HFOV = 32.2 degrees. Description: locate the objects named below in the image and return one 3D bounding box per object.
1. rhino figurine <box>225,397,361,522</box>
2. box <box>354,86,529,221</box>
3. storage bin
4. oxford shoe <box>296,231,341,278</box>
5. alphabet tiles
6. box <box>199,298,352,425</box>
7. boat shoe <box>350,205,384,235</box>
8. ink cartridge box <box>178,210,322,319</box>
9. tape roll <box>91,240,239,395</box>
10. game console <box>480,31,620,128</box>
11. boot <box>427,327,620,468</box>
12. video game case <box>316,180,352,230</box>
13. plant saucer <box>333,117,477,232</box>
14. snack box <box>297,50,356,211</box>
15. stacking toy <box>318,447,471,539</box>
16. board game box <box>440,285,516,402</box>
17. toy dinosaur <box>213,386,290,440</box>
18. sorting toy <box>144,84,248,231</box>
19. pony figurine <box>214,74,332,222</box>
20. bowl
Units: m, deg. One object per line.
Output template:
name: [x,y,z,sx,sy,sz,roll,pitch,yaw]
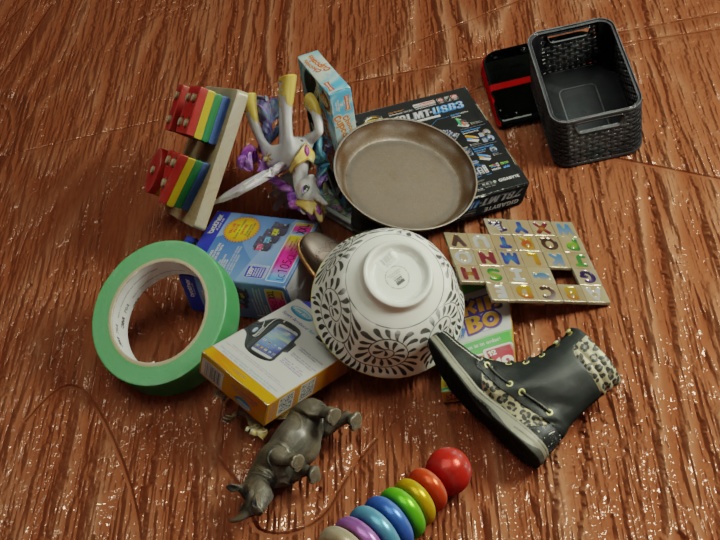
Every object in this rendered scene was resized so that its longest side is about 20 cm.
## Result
rhino figurine: [-0.089,0.227,1.478,0.087,0.060,0.200,4,42,47]
box: [0.109,-0.159,1.775,0.197,0.050,0.200,-16,56,-23]
storage bin: [0.330,-0.264,1.842,0.133,0.094,0.202,-11,51,3]
oxford shoe: [0.000,0.000,1.643,0.199,0.073,0.071,34,58,16]
alphabet tiles: [0.212,-0.014,1.638,0.196,0.008,0.168,2,40,-15]
box: [-0.092,0.108,1.577,0.118,0.042,0.199,35,40,26]
boat shoe: [0.047,-0.124,1.791,0.066,0.058,0.201,14,50,28]
ink cartridge box: [-0.161,-0.008,1.742,0.197,0.077,0.137,5,45,23]
tape roll: [-0.258,0.062,1.655,0.197,0.048,0.204,-7,67,17]
game console: [0.295,-0.300,1.963,0.197,0.031,0.179,-13,48,3]
boot: [0.192,0.116,1.483,0.153,0.074,0.204,-38,62,-14]
video game case: [0.021,-0.113,1.843,0.143,0.018,0.199,-38,47,-24]
plant saucer: [0.059,-0.124,1.688,0.197,0.032,0.203,6,52,-7]
snack box: [-0.040,-0.199,1.788,0.037,0.202,0.116,-21,41,-15]
stacking toy: [0.047,0.267,1.393,0.085,0.086,0.199,27,50,36]
board game box: [0.148,0.081,1.596,0.094,0.030,0.202,-7,40,8]
toy dinosaur: [-0.124,0.153,1.587,0.100,0.059,0.201,19,37,10]
sorting toy: [-0.248,-0.175,1.810,0.069,0.202,0.200,18,2,-23]
pony figurine: [-0.115,-0.155,1.760,0.165,0.204,0.192,-7,-3,-40]
bowl: [0.041,0.022,1.540,0.197,0.094,0.204,3,66,-7]
